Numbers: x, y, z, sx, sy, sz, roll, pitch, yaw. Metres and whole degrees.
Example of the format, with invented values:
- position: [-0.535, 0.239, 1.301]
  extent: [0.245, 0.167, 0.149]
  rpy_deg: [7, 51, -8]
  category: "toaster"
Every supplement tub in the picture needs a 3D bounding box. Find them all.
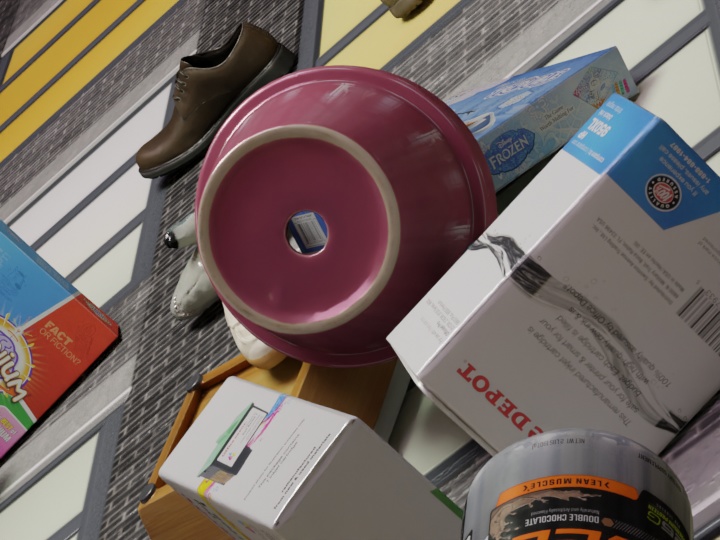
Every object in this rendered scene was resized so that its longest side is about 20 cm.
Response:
- position: [0.104, 0.183, 1.139]
  extent: [0.122, 0.122, 0.200]
  rpy_deg: [-36, 25, 28]
  category: "supplement tub"

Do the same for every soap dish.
- position: [-0.063, 0.117, 1.628]
  extent: [0.200, 0.081, 0.158]
  rpy_deg: [-30, 28, 41]
  category: "soap dish"

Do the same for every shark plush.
- position: [-0.102, -0.046, 2.010]
  extent: [0.201, 0.091, 0.083]
  rpy_deg: [-62, -5, -21]
  category: "shark plush"

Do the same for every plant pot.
- position: [-0.021, -0.032, 1.472]
  extent: [0.200, 0.200, 0.179]
  rpy_deg: [-44, -5, 11]
  category: "plant pot"

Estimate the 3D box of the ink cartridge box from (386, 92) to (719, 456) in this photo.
- position: [0.136, 0.023, 1.320]
  extent: [0.200, 0.145, 0.084]
  rpy_deg: [-47, 20, 2]
  category: "ink cartridge box"

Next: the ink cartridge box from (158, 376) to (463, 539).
- position: [-0.018, 0.148, 1.399]
  extent: [0.084, 0.145, 0.200]
  rpy_deg: [-52, 22, -12]
  category: "ink cartridge box"

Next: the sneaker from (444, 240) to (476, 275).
- position: [0.089, 0.020, 1.456]
  extent: [0.078, 0.086, 0.200]
  rpy_deg: [-62, 7, -31]
  category: "sneaker"

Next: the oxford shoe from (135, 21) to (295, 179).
- position: [-0.164, -0.174, 2.317]
  extent: [0.200, 0.084, 0.073]
  rpy_deg: [-44, 23, 14]
  category: "oxford shoe"

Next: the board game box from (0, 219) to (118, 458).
- position: [-0.346, 0.076, 2.135]
  extent: [0.200, 0.153, 0.040]
  rpy_deg: [-46, 15, 6]
  category: "board game box"

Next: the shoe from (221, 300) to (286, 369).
- position: [-0.083, -0.002, 1.657]
  extent: [0.070, 0.053, 0.200]
  rpy_deg: [-47, 30, 20]
  category: "shoe"

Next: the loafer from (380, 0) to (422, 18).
- position: [0.046, -0.317, 2.181]
  extent: [0.076, 0.067, 0.200]
  rpy_deg: [-36, 25, 28]
  category: "loafer"

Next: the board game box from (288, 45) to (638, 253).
- position: [0.070, -0.086, 1.684]
  extent: [0.199, 0.044, 0.200]
  rpy_deg: [-34, 12, -31]
  category: "board game box"
